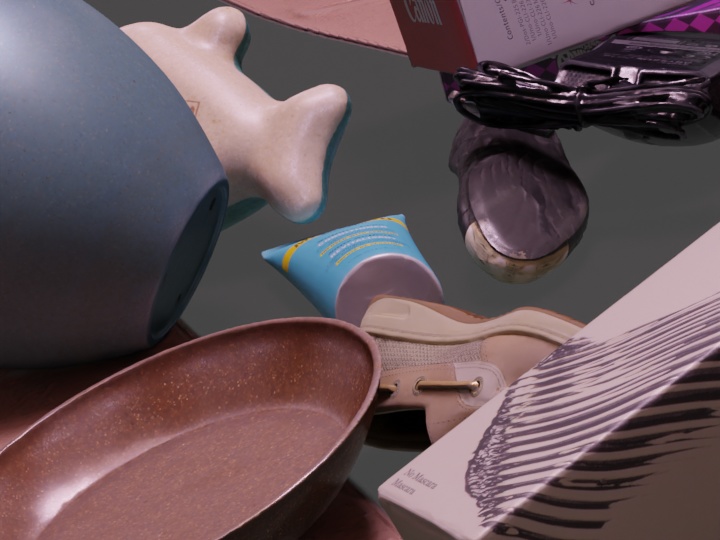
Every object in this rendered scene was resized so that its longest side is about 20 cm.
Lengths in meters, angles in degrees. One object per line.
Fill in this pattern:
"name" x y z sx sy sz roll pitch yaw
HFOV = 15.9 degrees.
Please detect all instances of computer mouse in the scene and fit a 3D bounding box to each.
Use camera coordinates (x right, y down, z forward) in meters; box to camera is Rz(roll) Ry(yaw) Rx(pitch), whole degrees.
"computer mouse" 0.144 -0.087 1.333 0.138 0.053 0.200 8 15 28

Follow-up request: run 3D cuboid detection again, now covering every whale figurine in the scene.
"whale figurine" -0.081 -0.064 1.412 0.200 0.160 0.104 5 -16 37

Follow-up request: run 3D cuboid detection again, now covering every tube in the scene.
"tube" 0.000 0.000 1.254 0.077 0.051 0.200 -10 11 -7

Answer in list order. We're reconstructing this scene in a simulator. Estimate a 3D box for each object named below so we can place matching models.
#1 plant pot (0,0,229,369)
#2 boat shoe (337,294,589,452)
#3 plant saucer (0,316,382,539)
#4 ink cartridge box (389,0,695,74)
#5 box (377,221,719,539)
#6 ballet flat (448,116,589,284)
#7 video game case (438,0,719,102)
"plant pot" -0.145 -0.031 1.281 0.134 0.201 0.200 24 27 8
"boat shoe" 0.059 0.055 1.001 0.200 0.072 0.065 9 70 54
"plant saucer" -0.077 0.087 1.020 0.200 0.037 0.201 -21 21 9
"ink cartridge box" 0.074 -0.164 1.472 0.175 0.084 0.200 -21 10 -6
"box" 0.111 0.049 0.872 0.200 0.068 0.082 -38 21 -15
"ballet flat" 0.077 -0.033 1.296 0.066 0.057 0.200 18 22 -5
"video game case" 0.168 -0.164 1.616 0.199 0.036 0.181 -8 20 25
